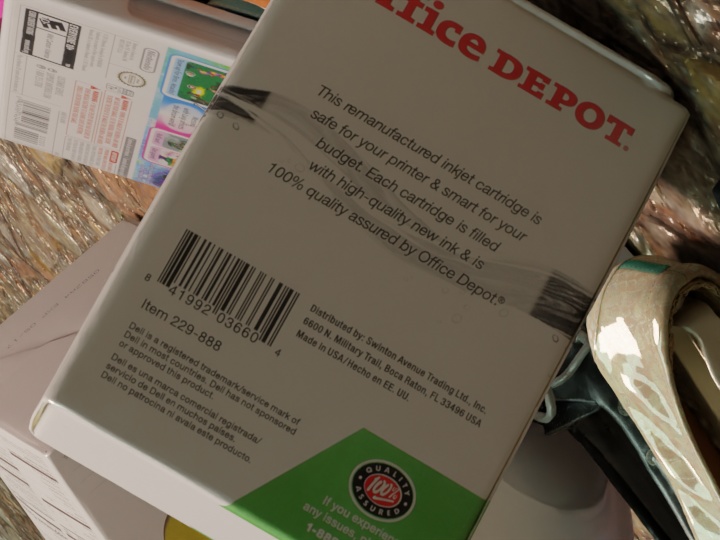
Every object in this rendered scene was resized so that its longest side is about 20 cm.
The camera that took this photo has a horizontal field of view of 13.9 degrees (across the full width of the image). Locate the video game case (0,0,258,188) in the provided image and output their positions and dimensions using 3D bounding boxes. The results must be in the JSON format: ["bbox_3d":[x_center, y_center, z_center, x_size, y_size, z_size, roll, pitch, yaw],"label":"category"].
[{"bbox_3d":[-0.062,-0.066,1.235,0.181,0.024,0.200,17,164,-4],"label":"video game case"}]

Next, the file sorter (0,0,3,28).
[{"bbox_3d":[-0.230,-0.145,1.472,0.139,0.125,0.200,48,164,6],"label":"file sorter"}]

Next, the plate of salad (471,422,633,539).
[{"bbox_3d":[0.034,0.052,1.186,0.200,0.048,0.200,40,-155,-23],"label":"plate of salad"}]

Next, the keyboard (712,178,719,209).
[{"bbox_3d":[0.184,0.016,0.932,0.200,0.021,0.127,33,157,43],"label":"keyboard"}]

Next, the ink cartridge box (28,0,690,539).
[{"bbox_3d":[0.000,0.000,1.007,0.146,0.201,0.084,31,166,-3],"label":"ink cartridge box"}]

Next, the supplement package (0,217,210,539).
[{"bbox_3d":[-0.103,0.105,1.655,0.150,0.152,0.200,23,150,55],"label":"supplement package"}]

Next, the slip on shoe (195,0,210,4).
[{"bbox_3d":[-0.129,-0.168,1.281,0.200,0.076,0.061,48,126,35],"label":"slip on shoe"}]

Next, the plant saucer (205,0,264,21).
[{"bbox_3d":[-0.035,-0.078,1.245,0.070,0.019,0.200,15,164,-3],"label":"plant saucer"}]

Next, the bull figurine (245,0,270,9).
[{"bbox_3d":[-0.064,-0.154,1.124,0.200,0.065,0.122,24,148,53],"label":"bull figurine"}]

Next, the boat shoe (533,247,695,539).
[{"bbox_3d":[0.086,0.037,1.151,0.200,0.068,0.074,50,164,-3],"label":"boat shoe"}]

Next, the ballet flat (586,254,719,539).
[{"bbox_3d":[0.151,0.081,1.090,0.200,0.067,0.062,53,154,-14],"label":"ballet flat"}]
